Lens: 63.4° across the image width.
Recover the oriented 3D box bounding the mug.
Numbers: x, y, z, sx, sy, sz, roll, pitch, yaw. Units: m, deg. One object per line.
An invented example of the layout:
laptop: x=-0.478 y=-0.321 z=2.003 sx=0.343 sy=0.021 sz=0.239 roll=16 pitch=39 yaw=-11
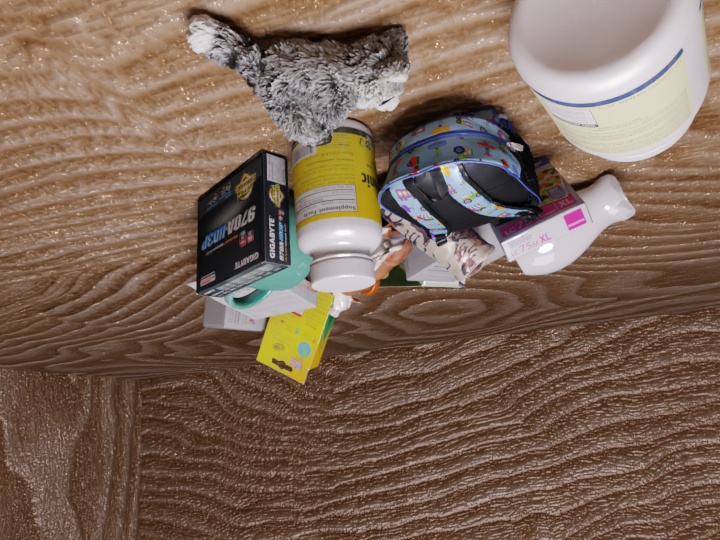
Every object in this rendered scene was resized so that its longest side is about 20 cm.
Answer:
mug: x=-0.147 y=-0.037 z=0.937 sx=0.114 sy=0.154 sz=0.185 roll=9 pitch=148 yaw=-40

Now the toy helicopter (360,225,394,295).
toy helicopter: x=0.027 y=-0.051 z=1.057 sx=0.199 sy=0.133 sz=0.078 roll=-37 pitch=154 yaw=29

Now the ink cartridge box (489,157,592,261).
ink cartridge box: x=0.238 y=-0.099 z=0.842 sx=0.118 sy=0.201 sz=0.042 roll=-26 pitch=117 yaw=13

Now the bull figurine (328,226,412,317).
bull figurine: x=0.000 y=0.000 z=0.962 sx=0.200 sy=0.065 sz=0.121 roll=-43 pitch=164 yaw=17

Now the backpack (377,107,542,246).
backpack: x=0.115 y=-0.127 z=0.739 sx=0.181 sy=0.136 sz=0.199 roll=-15 pitch=162 yaw=33

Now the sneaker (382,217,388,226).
sneaker: x=-0.006 y=-0.072 z=0.992 sx=0.198 sy=0.092 sz=0.076 roll=-11 pitch=162 yaw=18

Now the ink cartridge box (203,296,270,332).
ink cartridge box: x=-0.232 y=0.059 z=1.274 sx=0.083 sy=0.147 sz=0.199 roll=-2 pitch=170 yaw=41

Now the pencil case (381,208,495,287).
pencil case: x=0.105 y=-0.065 z=0.893 sx=0.078 sy=0.199 sz=0.090 roll=-47 pitch=173 yaw=-29

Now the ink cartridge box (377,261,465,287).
ink cartridge box: x=0.098 y=-0.011 z=1.189 sx=0.198 sy=0.048 sz=0.145 roll=3 pitch=-160 yaw=-26

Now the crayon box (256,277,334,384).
crayon box: x=-0.129 y=0.117 z=1.215 sx=0.126 sy=0.202 sz=0.051 roll=24 pitch=-171 yaw=18

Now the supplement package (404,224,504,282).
supplement package: x=0.169 y=-0.060 z=1.044 sx=0.108 sy=0.115 sz=0.200 roll=2 pitch=163 yaw=-24

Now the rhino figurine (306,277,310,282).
rhino figurine: x=-0.049 y=0.008 z=1.203 sx=0.087 sy=0.060 sz=0.199 roll=30 pitch=-161 yaw=21

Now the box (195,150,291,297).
box: x=-0.175 y=-0.060 z=0.849 sx=0.046 sy=0.161 sz=0.199 roll=10 pitch=160 yaw=-40

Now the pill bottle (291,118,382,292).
pill bottle: x=-0.029 y=-0.079 z=0.744 sx=0.110 sy=0.203 sz=0.111 roll=-4 pitch=166 yaw=-1

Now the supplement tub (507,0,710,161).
supplement tub: x=0.232 y=-0.190 z=0.529 sx=0.144 sy=0.147 sz=0.199 roll=-14 pitch=163 yaw=31

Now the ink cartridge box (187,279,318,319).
ink cartridge box: x=-0.200 y=0.031 z=1.107 sx=0.161 sy=0.051 sz=0.200 roll=-13 pitch=149 yaw=27

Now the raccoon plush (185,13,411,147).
raccoon plush: x=-0.043 y=-0.195 z=0.542 sx=0.133 sy=0.098 sz=0.199 roll=-27 pitch=154 yaw=37

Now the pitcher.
pitcher: x=0.356 y=-0.078 z=1.022 sx=0.199 sy=0.122 sz=0.171 roll=-31 pitch=173 yaw=14
